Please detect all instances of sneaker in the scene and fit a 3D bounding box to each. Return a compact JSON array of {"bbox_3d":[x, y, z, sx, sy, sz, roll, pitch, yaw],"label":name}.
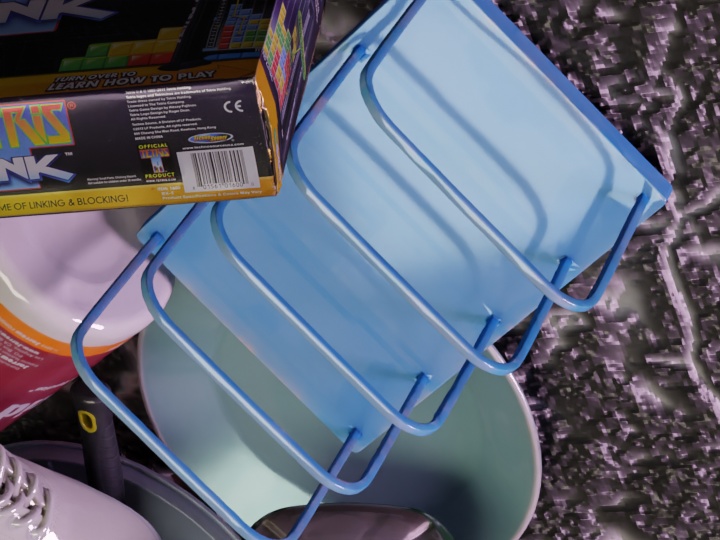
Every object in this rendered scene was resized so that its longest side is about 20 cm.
[{"bbox_3d":[-0.174,0.101,1.310,0.199,0.073,0.071,19,149,-18],"label":"sneaker"}]

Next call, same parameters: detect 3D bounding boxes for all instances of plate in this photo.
[{"bbox_3d":[-0.008,0.062,1.362,0.199,0.026,0.201,15,131,18],"label":"plate"}]

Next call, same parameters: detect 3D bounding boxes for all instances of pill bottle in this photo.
[{"bbox_3d":[-0.183,0.018,1.358,0.114,0.114,0.200,46,132,-12],"label":"pill bottle"}]

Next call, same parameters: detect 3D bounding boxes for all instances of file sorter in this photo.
[{"bbox_3d":[0.000,0.000,1.219,0.139,0.123,0.200,44,122,-8],"label":"file sorter"}]

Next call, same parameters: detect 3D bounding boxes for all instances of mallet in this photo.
[{"bbox_3d":[-0.125,0.125,1.408,0.066,0.041,0.201,11,134,26],"label":"mallet"}]

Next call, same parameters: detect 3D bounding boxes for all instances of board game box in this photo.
[{"bbox_3d":[-0.121,-0.086,1.175,0.199,0.166,0.057,-4,123,9],"label":"board game box"}]

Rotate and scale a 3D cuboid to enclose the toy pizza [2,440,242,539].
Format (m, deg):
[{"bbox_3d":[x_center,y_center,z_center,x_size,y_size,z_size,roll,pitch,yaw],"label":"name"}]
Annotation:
[{"bbox_3d":[-0.119,0.159,1.491,0.199,0.032,0.201,16,132,18],"label":"toy pizza"}]

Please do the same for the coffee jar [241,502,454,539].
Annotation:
[{"bbox_3d":[-0.001,0.194,1.393,0.104,0.086,0.200,0,141,4],"label":"coffee jar"}]
